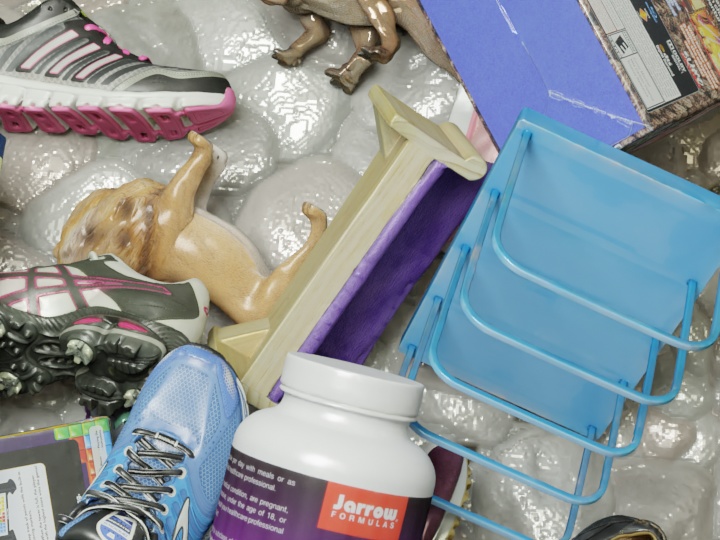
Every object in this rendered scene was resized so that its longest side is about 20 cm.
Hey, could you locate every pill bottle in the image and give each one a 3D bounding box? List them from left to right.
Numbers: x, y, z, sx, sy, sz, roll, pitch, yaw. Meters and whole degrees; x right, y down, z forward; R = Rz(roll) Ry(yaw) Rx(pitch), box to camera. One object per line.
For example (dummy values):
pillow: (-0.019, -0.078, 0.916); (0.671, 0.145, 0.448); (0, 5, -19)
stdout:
pill bottle: (-0.025, 0.150, 0.909); (0.112, 0.112, 0.201); (13, 91, 6)

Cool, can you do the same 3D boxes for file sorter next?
file sorter: (0.106, 0.042, 0.954); (0.138, 0.200, 0.123); (24, 42, -2)

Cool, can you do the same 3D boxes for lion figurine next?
lion figurine: (-0.088, -0.006, 1.072); (0.199, 0.072, 0.123); (31, 90, 5)

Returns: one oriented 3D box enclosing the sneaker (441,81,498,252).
sneaker: (0.109, -0.095, 1.095); (0.104, 0.075, 0.201); (16, 77, 7)

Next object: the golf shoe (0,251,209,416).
golf shoe: (-0.187, 0.030, 1.033); (0.199, 0.078, 0.088); (13, 43, 19)

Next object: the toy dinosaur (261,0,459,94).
toy dinosaur: (-0.009, -0.202, 1.128); (0.199, 0.086, 0.136); (23, 72, 8)

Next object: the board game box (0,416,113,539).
board game box: (-0.210, 0.196, 0.968); (0.164, 0.057, 0.201); (-8, 88, -17)

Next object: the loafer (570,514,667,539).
loafer: (0.100, 0.213, 0.992); (0.073, 0.072, 0.200); (43, 79, 13)

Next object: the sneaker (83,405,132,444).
sneaker: (-0.109, 0.120, 1.015); (0.074, 0.088, 0.201); (-15, 74, -22)

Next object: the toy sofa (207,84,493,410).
toy sofa: (0.000, 0.000, 1.010); (0.097, 0.083, 0.200); (32, 101, -16)

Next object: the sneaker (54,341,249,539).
sneaker: (-0.116, 0.134, 0.919); (0.078, 0.089, 0.201); (17, 78, 7)

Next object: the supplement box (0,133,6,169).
supplement box: (-0.331, -0.005, 0.974); (0.199, 0.134, 0.201); (-23, 45, 26)

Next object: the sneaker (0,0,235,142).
sneaker: (-0.178, -0.137, 1.116); (0.199, 0.074, 0.088); (4, 78, 8)

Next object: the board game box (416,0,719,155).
board game box: (0.144, -0.152, 1.026); (0.200, 0.097, 0.160); (-24, 85, -52)

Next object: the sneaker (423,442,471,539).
sneaker: (-0.008, 0.178, 1.006); (0.090, 0.075, 0.201); (28, 74, 5)
